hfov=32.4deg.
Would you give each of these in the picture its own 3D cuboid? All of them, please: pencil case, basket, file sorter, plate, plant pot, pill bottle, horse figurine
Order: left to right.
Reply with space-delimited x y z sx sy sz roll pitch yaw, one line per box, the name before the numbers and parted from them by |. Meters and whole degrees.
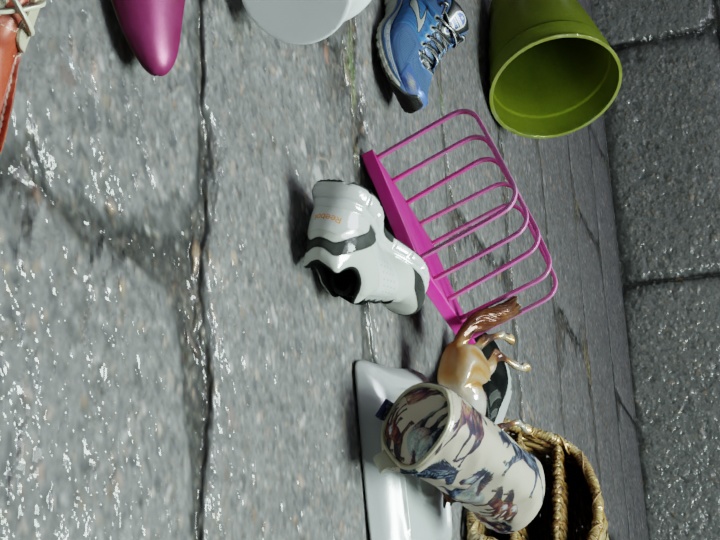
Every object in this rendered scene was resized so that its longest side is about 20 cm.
pill bottle | -0.030 -0.264 1.003 0.201 0.113 0.116 -70 146 -55
plate | 0.048 0.188 1.169 0.199 0.032 0.203 21 62 -69
pencil case | 0.094 0.173 1.112 0.200 0.089 0.078 39 20 -44
file sorter | 0.108 -0.043 1.245 0.200 0.124 0.140 51 14 -56
horse figurine | 0.118 0.127 1.233 0.131 0.050 0.204 2 88 -42
basket | 0.209 0.277 1.438 0.201 0.141 0.150 -75 151 -51
plant pot | 0.273 -0.340 1.874 0.201 0.198 0.195 59 17 -49

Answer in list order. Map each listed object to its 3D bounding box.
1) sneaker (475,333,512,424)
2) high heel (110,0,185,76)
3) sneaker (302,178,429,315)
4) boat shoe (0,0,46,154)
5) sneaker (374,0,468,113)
sneaker | 0.118 0.132 1.324 0.088 0.075 0.202 67 23 -46
high heel | -0.111 -0.227 0.771 0.067 0.095 0.203 0 81 -71
sneaker | 0.000 0.000 1.074 0.200 0.073 0.081 46 55 -55
boat shoe | -0.179 -0.142 0.585 0.071 0.062 0.203 35 50 -68
sneaker | 0.069 -0.257 1.337 0.079 0.088 0.202 57 31 -49
